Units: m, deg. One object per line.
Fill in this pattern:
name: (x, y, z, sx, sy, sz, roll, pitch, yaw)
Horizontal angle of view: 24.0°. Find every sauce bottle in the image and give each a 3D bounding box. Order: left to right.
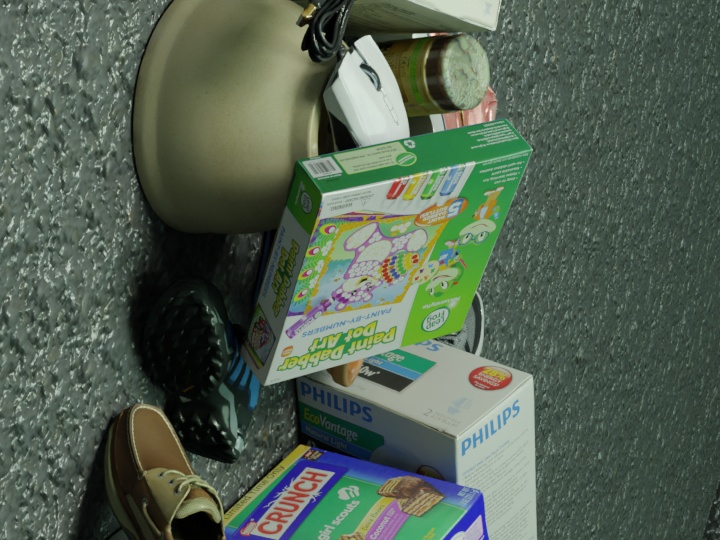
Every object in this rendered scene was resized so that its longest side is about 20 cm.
sauce bottle: (0.012, -0.155, 1.399, 0.064, 0.199, 0.065, 3, 86, -48)

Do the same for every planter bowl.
planter bowl: (-0.065, -0.119, 1.317, 0.200, 0.134, 0.202, -35, 130, -56)

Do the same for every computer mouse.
computer mouse: (0.006, -0.134, 1.254, 0.110, 0.044, 0.201, -58, 147, -38)

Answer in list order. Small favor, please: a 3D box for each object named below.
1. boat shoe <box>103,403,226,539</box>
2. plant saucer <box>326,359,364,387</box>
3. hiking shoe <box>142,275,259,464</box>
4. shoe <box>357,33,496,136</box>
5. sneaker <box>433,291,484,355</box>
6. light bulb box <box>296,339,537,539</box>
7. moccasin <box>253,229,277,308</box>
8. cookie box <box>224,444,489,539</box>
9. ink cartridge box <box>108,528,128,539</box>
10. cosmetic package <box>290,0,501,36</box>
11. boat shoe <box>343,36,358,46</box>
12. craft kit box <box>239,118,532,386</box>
boat shoe: (-0.132, 0.186, 1.255, 0.075, 0.074, 0.201, 9, 50, -43)
plant saucer: (0.000, 0.000, 1.474, 0.200, 0.037, 0.202, 16, 90, -84)
hiking shoe: (-0.124, 0.064, 1.357, 0.201, 0.074, 0.087, 88, 19, -48)
shoe: (0.057, -0.179, 1.462, 0.091, 0.071, 0.202, -2, 77, -48)
sneaker: (0.082, 0.084, 1.762, 0.114, 0.075, 0.201, 98, 17, -62)
light bulb box: (0.055, 0.182, 1.605, 0.125, 0.197, 0.202, -32, 128, -41)
moccasin: (-0.039, -0.038, 1.491, 0.080, 0.068, 0.202, -2, 101, -65)
cookie box: (-0.014, 0.242, 1.475, 0.171, 0.199, 0.076, -40, 131, -46)
ink cartridge box: (-0.170, 0.317, 1.321, 0.145, 0.083, 0.202, -37, 131, -56)
cosmetic package: (0.014, -0.234, 1.349, 0.105, 0.199, 0.072, 13, 87, -39)
boat shoe: (0.008, -0.193, 1.507, 0.062, 0.074, 0.202, -174, -87, -74)
craft kit box: (0.018, -0.014, 1.301, 0.199, 0.049, 0.198, -14, 143, -33)
